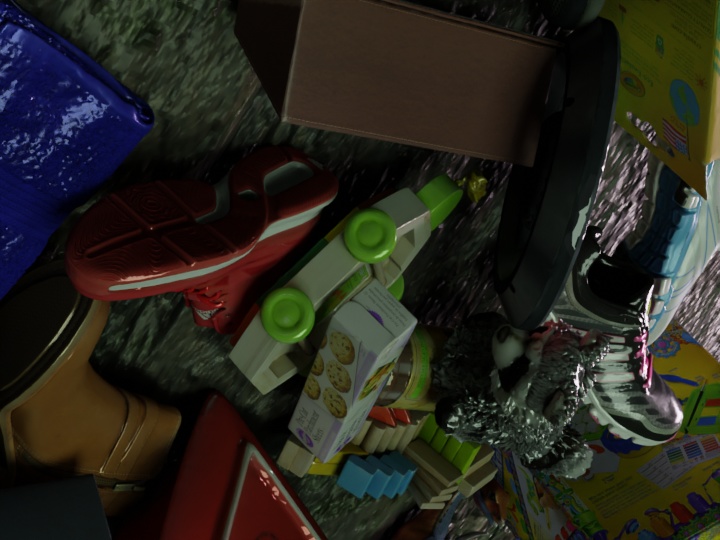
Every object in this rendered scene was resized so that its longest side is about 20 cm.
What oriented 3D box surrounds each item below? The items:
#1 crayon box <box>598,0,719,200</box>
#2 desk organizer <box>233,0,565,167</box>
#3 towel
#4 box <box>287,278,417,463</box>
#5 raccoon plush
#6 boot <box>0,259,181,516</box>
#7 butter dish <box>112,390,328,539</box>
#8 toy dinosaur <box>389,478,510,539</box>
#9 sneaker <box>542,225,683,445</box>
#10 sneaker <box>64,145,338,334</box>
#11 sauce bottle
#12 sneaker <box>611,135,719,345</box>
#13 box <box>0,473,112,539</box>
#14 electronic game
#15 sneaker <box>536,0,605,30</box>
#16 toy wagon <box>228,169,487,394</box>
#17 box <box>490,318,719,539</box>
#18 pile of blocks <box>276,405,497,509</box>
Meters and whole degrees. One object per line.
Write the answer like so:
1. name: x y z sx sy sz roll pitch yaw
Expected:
1. crayon box: 0.203 -0.160 0.878 0.050 0.127 0.201 -25 138 -15
2. desk organizer: 0.021 -0.115 0.805 0.198 0.071 0.078 6 99 -39
3. towel: -0.215 -0.043 0.732 0.200 0.050 0.147 -47 137 7
4. box: -0.009 0.071 0.900 0.039 0.041 0.200 -40 168 -25
5. raccoon plush: 0.146 0.089 0.966 0.199 0.133 0.098 24 76 -39
6. boot: -0.170 0.081 0.859 0.154 0.074 0.200 16 126 -43
7. butter dish: -0.115 0.225 0.946 0.146 0.200 0.201 -20 121 21
8. toy dinosaur: 0.044 0.246 1.148 0.198 0.105 0.184 16 95 -30
9. sneaker: 0.191 0.046 1.019 0.087 0.074 0.200 -30 108 30
10. sneaker: -0.095 0.006 0.815 0.199 0.078 0.116 -21 141 -44
11. sauce bottle: 0.074 0.075 1.035 0.198 0.065 0.065 8 121 -42
12. sneaker: 0.254 -0.022 1.064 0.086 0.075 0.202 -1 127 -24
13. box: -0.239 0.222 0.851 0.146 0.105 0.200 -6 150 -29
14. electronic game: 0.125 -0.061 0.873 0.041 0.201 0.202 13 123 -3
15. sneaker: 0.092 -0.224 0.782 0.113 0.076 0.201 -20 132 -18
16. toy wagon: 0.000 0.000 0.888 0.200 0.040 0.155 -44 169 -6
17. box: 0.235 0.176 1.140 0.198 0.193 0.123 -24 136 -16
18. pile of blocks: 0.034 0.129 1.037 0.198 0.082 0.063 5 123 -38
